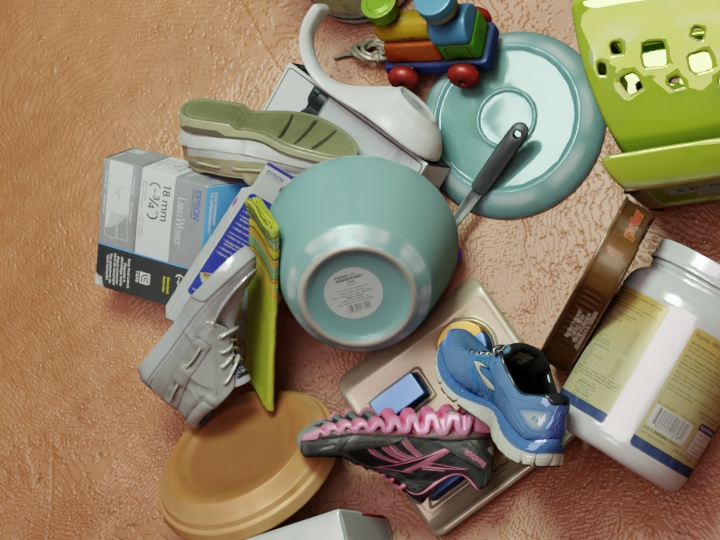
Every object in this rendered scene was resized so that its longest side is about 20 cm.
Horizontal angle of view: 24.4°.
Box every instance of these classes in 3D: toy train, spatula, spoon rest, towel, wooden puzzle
[{"bbox_3d":[0.032,-0.249,1.718,0.198,0.116,0.085,1,65,29],"label":"toy train"},{"bbox_3d":[0.109,-0.068,1.693,0.056,0.021,0.201,36,102,5],"label":"spatula"},{"bbox_3d":[0.008,-0.181,1.700,0.061,0.099,0.200,-45,83,19],"label":"spoon rest"},{"bbox_3d":[-0.101,0.034,1.672,0.018,0.086,0.202,-4,115,-16],"label":"towel"},{"bbox_3d":[0.092,0.134,1.668,0.185,0.046,0.201,-37,69,9],"label":"wooden puzzle"}]

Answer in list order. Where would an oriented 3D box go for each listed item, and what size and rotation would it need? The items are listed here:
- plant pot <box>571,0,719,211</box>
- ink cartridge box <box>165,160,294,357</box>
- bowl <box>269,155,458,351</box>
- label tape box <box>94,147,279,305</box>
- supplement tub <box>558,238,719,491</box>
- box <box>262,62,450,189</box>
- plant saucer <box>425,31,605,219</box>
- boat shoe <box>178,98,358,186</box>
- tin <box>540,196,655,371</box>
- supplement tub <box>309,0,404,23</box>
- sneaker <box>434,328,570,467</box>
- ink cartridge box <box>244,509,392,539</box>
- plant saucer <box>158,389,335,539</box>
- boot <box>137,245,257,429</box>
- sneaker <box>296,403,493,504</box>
[{"bbox_3d":[0.318,-0.163,1.572,0.198,0.199,0.183,-7,82,18],"label":"plant pot"},{"bbox_3d":[-0.111,-0.013,1.716,0.094,0.037,0.201,29,108,-18],"label":"ink cartridge box"},{"bbox_3d":[0.000,0.000,1.640,0.199,0.202,0.105,-23,28,14],"label":"bowl"},{"bbox_3d":[-0.180,-0.036,1.767,0.198,0.063,0.146,15,110,23],"label":"label tape box"},{"bbox_3d":[0.284,0.087,1.555,0.144,0.144,0.201,31,90,23],"label":"supplement tub"},{"bbox_3d":[-0.018,-0.115,1.741,0.200,0.060,0.117,39,107,23],"label":"box"},{"bbox_3d":[0.153,-0.154,1.718,0.198,0.027,0.202,-4,78,19],"label":"plant saucer"},{"bbox_3d":[-0.093,-0.122,1.713,0.198,0.075,0.069,16,125,20],"label":"boat shoe"},{"bbox_3d":[0.222,0.016,1.576,0.042,0.201,0.112,26,49,4],"label":"tin"},{"bbox_3d":[-0.026,-0.355,1.732,0.144,0.200,0.147,-4,77,19],"label":"supplement tub"},{"bbox_3d":[0.140,0.100,1.559,0.200,0.078,0.090,43,121,52],"label":"sneaker"},{"bbox_3d":[-0.069,0.332,1.630,0.198,0.145,0.146,-19,75,16],"label":"ink cartridge box"},{"bbox_3d":[-0.118,0.188,1.675,0.198,0.038,0.201,-19,33,13],"label":"plant saucer"},{"bbox_3d":[-0.138,0.071,1.669,0.096,0.073,0.200,44,124,6],"label":"boot"},{"bbox_3d":[0.038,0.180,1.607,0.198,0.079,0.096,-2,97,0],"label":"sneaker"}]
